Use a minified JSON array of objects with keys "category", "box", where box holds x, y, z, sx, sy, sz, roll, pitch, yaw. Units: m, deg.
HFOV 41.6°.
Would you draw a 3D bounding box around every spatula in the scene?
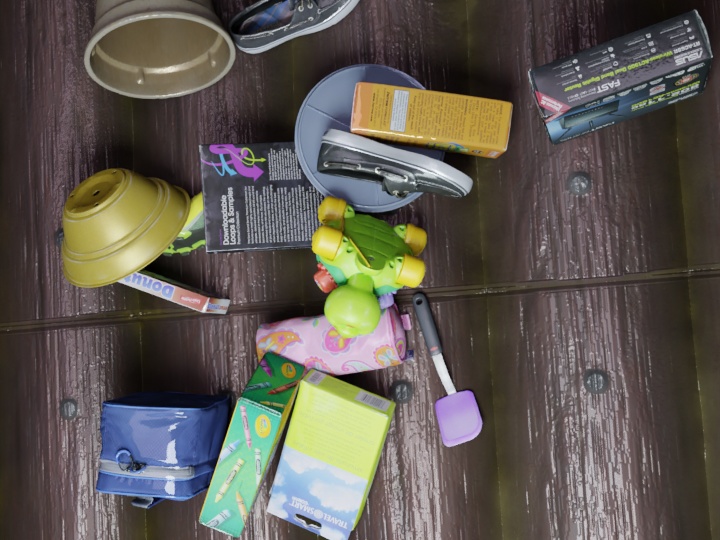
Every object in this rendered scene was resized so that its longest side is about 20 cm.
[{"category":"spatula","box":[0.105,0.123,1.222,0.056,0.021,0.201,-20,80,15]}]

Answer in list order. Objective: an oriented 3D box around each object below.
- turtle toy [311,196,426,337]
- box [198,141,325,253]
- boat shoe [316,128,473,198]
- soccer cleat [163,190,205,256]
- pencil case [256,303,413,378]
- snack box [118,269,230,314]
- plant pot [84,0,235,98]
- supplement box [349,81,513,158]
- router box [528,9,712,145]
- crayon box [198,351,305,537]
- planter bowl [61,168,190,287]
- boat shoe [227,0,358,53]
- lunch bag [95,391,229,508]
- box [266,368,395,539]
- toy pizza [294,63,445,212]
[{"category":"turtle toy","box":[0.000,0.000,1.169,0.145,0.200,0.101,20,122,-7]},{"category":"box","box":[-0.110,-0.098,1.254,0.199,0.036,0.144,-3,84,-11]},{"category":"boat shoe","box":[0.041,-0.122,1.196,0.199,0.069,0.057,19,84,4]},{"category":"soccer cleat","box":[-0.228,-0.076,1.320,0.199,0.065,0.084,-12,59,17]},{"category":"pencil case","box":[-0.036,0.094,1.233,0.199,0.087,0.088,-12,82,15]},{"category":"snack box","box":[-0.284,0.019,1.313,0.199,0.072,0.024,18,90,16]},{"category":"plant pot","box":[-0.283,-0.366,1.296,0.200,0.200,0.184,-16,71,14]},{"category":"supplement box","box":[0.088,-0.190,1.201,0.199,0.067,0.069,6,88,-1]},{"category":"router box","box":[0.307,-0.223,1.126,0.199,0.150,0.062,-18,81,14]},{"category":"crayon box","box":[-0.136,0.219,1.194,0.058,0.119,0.200,21,115,2]},{"category":"planter bowl","box":[-0.335,-0.078,1.272,0.200,0.084,0.201,-17,39,14]},{"category":"boat shoe","box":[-0.092,-0.362,1.293,0.199,0.066,0.070,-19,81,14]},{"category":"lunch bag","box":[-0.254,0.232,1.222,0.135,0.200,0.133,2,89,11]},{"category":"box","box":[-0.039,0.240,1.211,0.122,0.048,0.201,21,112,12]},{"category":"toy pizza","box":[0.013,-0.173,1.247,0.199,0.032,0.201,1,81,-5]}]
